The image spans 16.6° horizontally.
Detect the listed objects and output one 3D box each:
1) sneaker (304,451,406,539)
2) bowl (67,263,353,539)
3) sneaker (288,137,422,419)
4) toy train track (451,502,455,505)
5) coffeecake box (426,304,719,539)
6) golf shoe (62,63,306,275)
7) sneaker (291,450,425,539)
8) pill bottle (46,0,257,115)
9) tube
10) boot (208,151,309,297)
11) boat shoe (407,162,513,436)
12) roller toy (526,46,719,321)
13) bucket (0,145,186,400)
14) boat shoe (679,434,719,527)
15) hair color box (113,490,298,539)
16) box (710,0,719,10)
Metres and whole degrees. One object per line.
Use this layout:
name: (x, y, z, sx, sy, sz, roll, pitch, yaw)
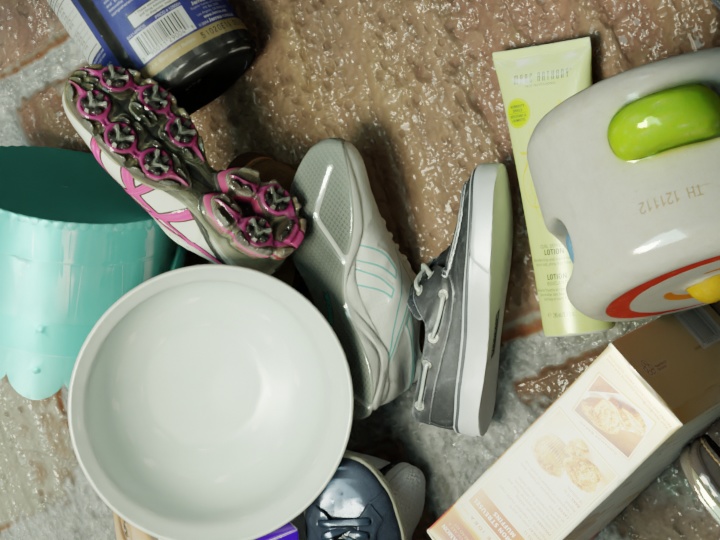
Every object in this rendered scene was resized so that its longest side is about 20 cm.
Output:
sneaker: (-0.006, 0.232, 1.746, 0.074, 0.084, 0.202, -6, 97, 14)
bowl: (-0.109, 0.090, 1.751, 0.199, 0.090, 0.203, -1, 97, -7)
sneaker: (0.000, 0.000, 1.769, 0.070, 0.080, 0.202, 5, 108, 45)
toy train track: (0.100, 0.261, 1.756, 0.114, 0.033, 0.201, -14, 106, 3)
coffeecake box: (0.160, 0.122, 1.660, 0.073, 0.153, 0.200, 48, 120, 12)
golf shoe: (-0.137, -0.062, 1.739, 0.200, 0.073, 0.092, 41, 144, -5)
sneaker: (-0.030, 0.217, 1.843, 0.114, 0.075, 0.201, 26, 108, 23)
pill bottle: (-0.173, -0.211, 1.801, 0.112, 0.112, 0.201, -38, 81, 31)
tube: (0.136, -0.056, 1.696, 0.058, 0.052, 0.202, -8, 94, -9)
boot: (-0.073, 0.019, 1.815, 0.075, 0.073, 0.202, 20, 109, 37)
boat shoe: (0.066, 0.018, 1.738, 0.067, 0.072, 0.202, 10, 114, 14)
roller toy: (0.208, -0.047, 1.566, 0.182, 0.199, 0.141, -30, 70, 47)
bucket: (-0.228, -0.002, 1.835, 0.206, 0.207, 0.136, 20, 111, 25)
boat shoe: (0.300, 0.171, 1.637, 0.200, 0.075, 0.073, 41, 101, -3)
hair color box: (-0.117, 0.198, 1.833, 0.200, 0.064, 0.110, 39, 140, 50)
box: (0.323, -0.216, 1.509, 0.132, 0.115, 0.200, 47, 119, 14)
